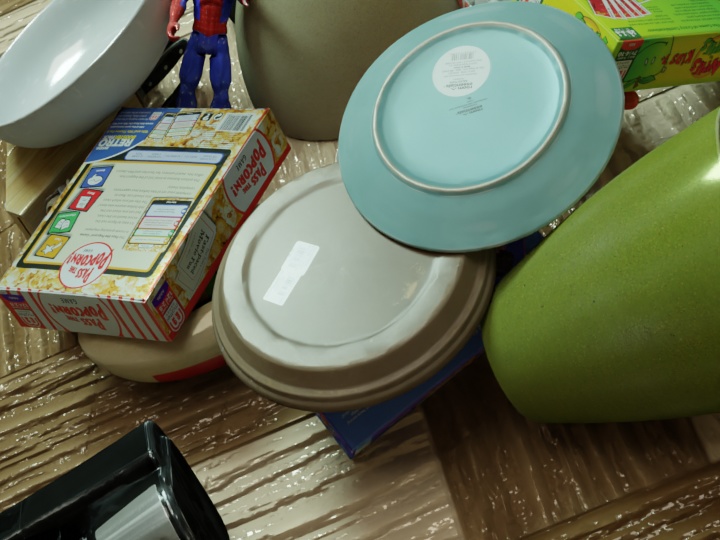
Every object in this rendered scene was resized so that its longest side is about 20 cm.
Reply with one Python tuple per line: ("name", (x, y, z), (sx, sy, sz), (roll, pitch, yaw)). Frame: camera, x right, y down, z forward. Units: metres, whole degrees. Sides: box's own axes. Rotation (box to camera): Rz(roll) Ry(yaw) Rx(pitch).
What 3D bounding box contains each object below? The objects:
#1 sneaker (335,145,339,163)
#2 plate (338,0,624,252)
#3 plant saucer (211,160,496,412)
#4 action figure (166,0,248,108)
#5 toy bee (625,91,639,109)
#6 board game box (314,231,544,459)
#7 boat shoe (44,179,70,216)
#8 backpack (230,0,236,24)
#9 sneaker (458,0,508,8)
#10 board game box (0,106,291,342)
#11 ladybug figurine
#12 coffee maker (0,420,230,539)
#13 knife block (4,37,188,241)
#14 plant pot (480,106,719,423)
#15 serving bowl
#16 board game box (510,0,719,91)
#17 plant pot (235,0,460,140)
("sneaker", (0.000, 0.000, 1.223), (0.076, 0.081, 0.201), (13, 71, -4))
("plate", (0.075, -0.104, 1.096), (0.199, 0.026, 0.201), (-11, 58, 17))
("plant saucer", (-0.009, 0.001, 1.096), (0.199, 0.030, 0.201), (-10, 54, 14))
("action figure", (-0.124, -0.173, 1.331), (0.065, 0.201, 0.099), (6, 15, -2))
("toy bee", (0.149, -0.127, 1.228), (0.108, 0.132, 0.200), (-1, 29, 0))
("board game box", (0.030, 0.016, 1.155), (0.200, 0.045, 0.135), (-37, 81, -9))
("boat shoe", (-0.219, -0.047, 1.347), (0.074, 0.073, 0.201), (-44, 23, 50))
("backpack", (-0.108, -0.354, 1.546), (0.153, 0.164, 0.200), (-23, 37, -7))
("sneaker", (0.146, -0.229, 1.371), (0.081, 0.077, 0.200), (-13, 40, -24))
("board game box", (-0.163, -0.041, 1.249), (0.151, 0.046, 0.201), (4, 50, 34))
("ladybug figurine", (-0.115, 0.023, 1.251), (0.199, 0.072, 0.136), (-24, 43, 5))
("coffee maker", (-0.195, 0.191, 1.094), (0.199, 0.135, 0.192), (-30, 43, -3))
("knife block", (-0.218, -0.120, 1.438), (0.175, 0.064, 0.201), (-20, 44, 9))
("plant pot", (0.184, 0.020, 1.052), (0.199, 0.187, 0.188), (-25, 41, 28))
("serving bowl", (-0.227, -0.173, 1.381), (0.199, 0.066, 0.201), (-31, 32, 22))
("board game box", (0.214, -0.183, 1.201), (0.199, 0.048, 0.102), (-11, 49, -38))
("plant pot", (-0.027, -0.228, 1.393), (0.199, 0.135, 0.201), (-14, 46, 15))
